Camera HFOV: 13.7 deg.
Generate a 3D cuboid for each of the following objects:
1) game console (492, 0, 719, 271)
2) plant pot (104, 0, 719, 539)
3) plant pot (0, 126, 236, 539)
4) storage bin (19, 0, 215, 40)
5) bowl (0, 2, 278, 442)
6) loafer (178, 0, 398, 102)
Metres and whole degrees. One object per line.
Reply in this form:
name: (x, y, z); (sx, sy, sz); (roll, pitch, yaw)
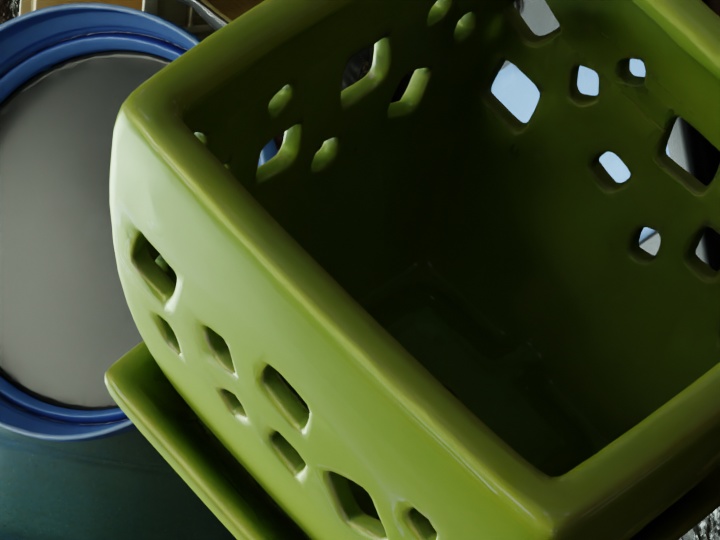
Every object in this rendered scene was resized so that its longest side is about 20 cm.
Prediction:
game console: (0.085, -0.036, 1.161); (0.177, 0.031, 0.201); (136, 130, -60)
plant pot: (0.038, 0.018, 1.002); (0.199, 0.200, 0.182); (44, 146, 18)
plant pot: (-0.130, 0.032, 1.486); (0.200, 0.200, 0.197); (-160, 80, -66)
storage bin: (-0.096, -0.180, 1.509); (0.200, 0.093, 0.199); (-152, 64, -65)
bowl: (-0.124, -0.021, 1.375); (0.200, 0.039, 0.201); (-4, 81, 23)
loafer: (-0.059, -0.146, 1.346); (0.200, 0.073, 0.072); (44, 175, 13)
